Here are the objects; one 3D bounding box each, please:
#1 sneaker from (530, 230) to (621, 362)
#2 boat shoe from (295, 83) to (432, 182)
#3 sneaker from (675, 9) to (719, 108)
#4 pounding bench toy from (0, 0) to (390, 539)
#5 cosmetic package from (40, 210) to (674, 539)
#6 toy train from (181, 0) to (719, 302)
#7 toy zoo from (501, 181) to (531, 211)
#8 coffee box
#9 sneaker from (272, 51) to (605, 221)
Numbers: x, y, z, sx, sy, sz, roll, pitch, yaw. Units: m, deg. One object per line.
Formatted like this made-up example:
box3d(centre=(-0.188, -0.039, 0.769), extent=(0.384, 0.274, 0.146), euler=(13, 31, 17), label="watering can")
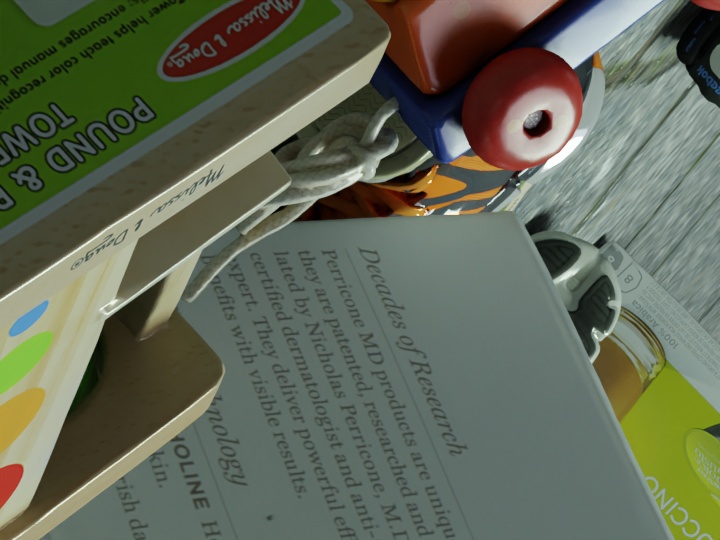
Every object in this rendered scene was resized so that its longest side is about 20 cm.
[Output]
box3d(centre=(0.047, 0.068, 1.352), extent=(0.200, 0.081, 0.083), euler=(-41, 175, -10), label="sneaker")
box3d(centre=(0.052, -0.110, 0.848), extent=(0.200, 0.075, 0.068), euler=(-44, 180, 2), label="boat shoe")
box3d(centre=(0.190, -0.117, 1.213), extent=(0.112, 0.073, 0.200), euler=(-45, 168, -4), label="sneaker")
box3d(centre=(-0.072, -0.033, 0.569), extent=(0.200, 0.124, 0.156), euler=(-36, 165, -32), label="pounding bench toy")
box3d(centre=(-0.037, 0.099, 0.850), extent=(0.199, 0.167, 0.168), euler=(-3, 144, -33), label="cosmetic package")
box3d(centre=(0.008, -0.083, 0.744), extent=(0.200, 0.085, 0.116), euler=(-37, 132, -2), label="toy train")
box3d(centre=(0.000, 0.000, 1.116), extent=(0.200, 0.020, 0.131), euler=(-29, 160, -48), label="toy zoo")
box3d(centre=(0.135, 0.141, 1.557), extent=(0.198, 0.200, 0.200), euler=(-42, 167, -7), label="coffee box")
box3d(centre=(-0.005, -0.024, 0.944), extent=(0.200, 0.078, 0.112), euler=(-52, 160, 1), label="sneaker")
